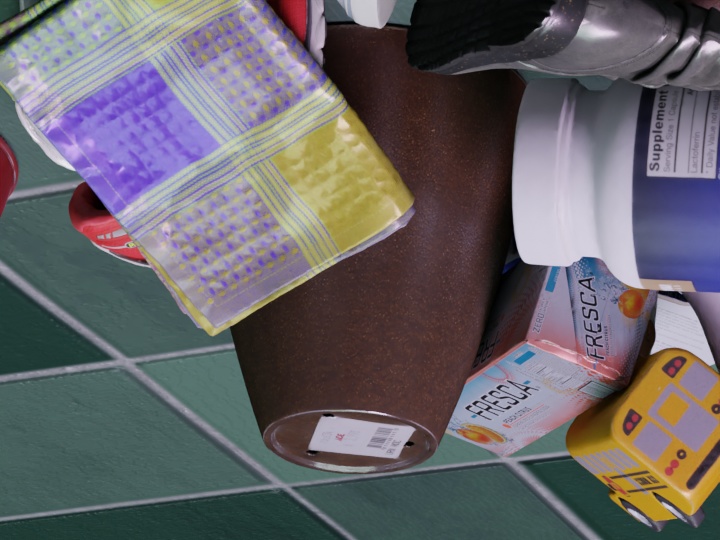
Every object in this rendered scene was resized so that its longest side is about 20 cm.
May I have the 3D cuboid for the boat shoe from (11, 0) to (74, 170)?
[{"bbox_3d":[-0.155,-0.092,1.526,0.071,0.070,0.200,2,155,1],"label":"boat shoe"}]

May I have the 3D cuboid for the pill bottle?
[{"bbox_3d":[0.180,-0.046,1.440,0.199,0.116,0.116,3,156,15],"label":"pill bottle"}]

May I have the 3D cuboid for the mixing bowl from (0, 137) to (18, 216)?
[{"bbox_3d":[-0.301,-0.019,1.658,0.199,0.109,0.200,2,155,1],"label":"mixing bowl"}]

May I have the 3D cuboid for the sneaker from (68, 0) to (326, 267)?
[{"bbox_3d":[-0.085,-0.079,1.475,0.085,0.077,0.200,18,123,-27],"label":"sneaker"}]

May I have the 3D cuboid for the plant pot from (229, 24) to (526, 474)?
[{"bbox_3d":[0.000,0.000,1.557,0.186,0.201,0.187,2,155,1],"label":"plant pot"}]

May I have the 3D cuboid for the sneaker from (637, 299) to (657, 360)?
[{"bbox_3d":[0.122,0.059,1.718,0.073,0.085,0.200,7,155,-11],"label":"sneaker"}]

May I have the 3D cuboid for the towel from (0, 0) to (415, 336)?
[{"bbox_3d":[-0.078,-0.067,1.438,0.143,0.023,0.200,-26,117,22],"label":"towel"}]

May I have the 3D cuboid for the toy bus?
[{"bbox_3d":[0.163,0.092,1.576,0.078,0.065,0.200,38,173,0],"label":"toy bus"}]

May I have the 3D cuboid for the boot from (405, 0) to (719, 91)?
[{"bbox_3d":[0.108,-0.110,1.385,0.130,0.068,0.200,15,180,-21],"label":"boot"}]

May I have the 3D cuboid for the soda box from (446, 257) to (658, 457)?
[{"bbox_3d":[0.093,0.043,1.584,0.063,0.069,0.200,23,160,-10],"label":"soda box"}]

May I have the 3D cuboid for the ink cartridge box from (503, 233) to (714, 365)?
[{"bbox_3d":[0.138,0.020,1.780,0.197,0.047,0.200,19,148,-30],"label":"ink cartridge box"}]

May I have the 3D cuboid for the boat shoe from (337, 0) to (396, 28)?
[{"bbox_3d":[-0.017,-0.182,1.338,0.071,0.070,0.201,15,158,14],"label":"boat shoe"}]

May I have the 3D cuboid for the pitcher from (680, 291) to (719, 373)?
[{"bbox_3d":[0.257,0.021,1.553,0.200,0.121,0.171,46,133,-14],"label":"pitcher"}]

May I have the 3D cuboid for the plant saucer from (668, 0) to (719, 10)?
[{"bbox_3d":[0.213,-0.107,1.479,0.200,0.035,0.200,7,161,2],"label":"plant saucer"}]
